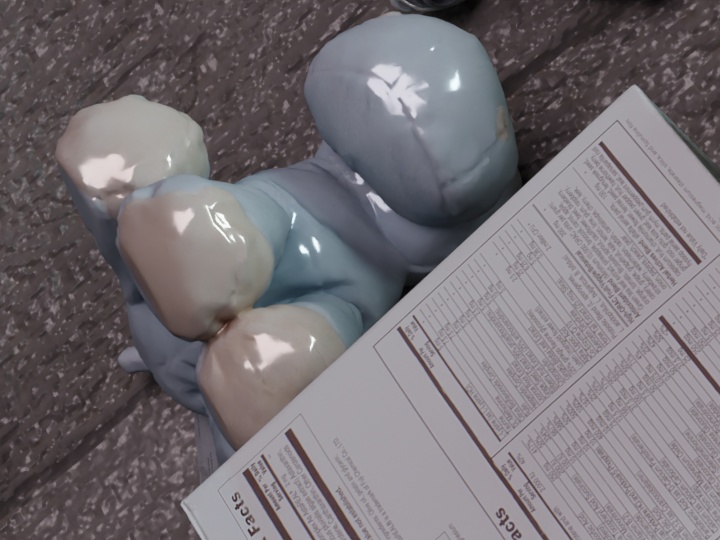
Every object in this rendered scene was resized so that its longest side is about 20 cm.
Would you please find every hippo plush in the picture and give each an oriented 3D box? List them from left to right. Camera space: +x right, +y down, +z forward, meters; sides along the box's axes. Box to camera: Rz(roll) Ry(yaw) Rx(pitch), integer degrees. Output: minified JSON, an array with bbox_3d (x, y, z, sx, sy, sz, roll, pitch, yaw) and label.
[{"bbox_3d":[0.000,0.000,0.936,0.160,0.200,0.159,-30,60,-12],"label":"hippo plush"}]

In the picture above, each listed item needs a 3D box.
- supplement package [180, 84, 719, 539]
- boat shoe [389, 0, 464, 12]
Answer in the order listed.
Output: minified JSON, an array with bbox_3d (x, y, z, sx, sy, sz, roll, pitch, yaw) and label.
[{"bbox_3d":[0.083,0.082,0.827,0.200,0.152,0.151,-43,52,9],"label":"supplement package"},{"bbox_3d":[0.032,-0.139,1.011,0.200,0.070,0.072,5,69,31],"label":"boat shoe"}]
